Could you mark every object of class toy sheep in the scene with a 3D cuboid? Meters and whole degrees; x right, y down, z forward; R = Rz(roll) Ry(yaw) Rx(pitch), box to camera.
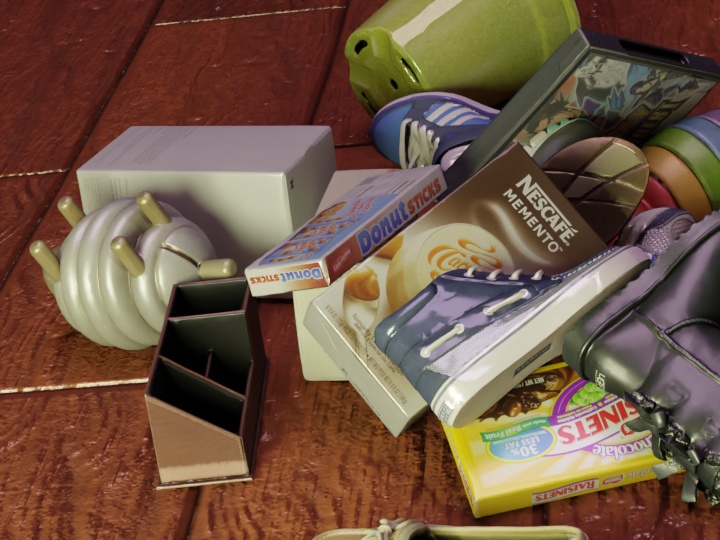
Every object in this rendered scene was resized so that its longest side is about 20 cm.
[{"bbox_3d":[-0.185,0.001,1.734,0.199,0.139,0.138,2,24,39],"label":"toy sheep"}]

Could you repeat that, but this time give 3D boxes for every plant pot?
[{"bbox_3d":[0.090,-0.229,2.132,0.184,0.201,0.200,-35,34,-28],"label":"plant pot"}]

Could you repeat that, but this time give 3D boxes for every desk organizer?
[{"bbox_3d":[-0.115,0.081,1.598,0.071,0.077,0.200,-6,24,4],"label":"desk organizer"}]

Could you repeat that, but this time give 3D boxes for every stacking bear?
[{"bbox_3d":[0.263,-0.057,1.756,0.199,0.122,0.114,-32,75,-21],"label":"stacking bear"}]

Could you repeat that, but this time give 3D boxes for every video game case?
[{"bbox_3d":[0.183,-0.115,1.763,0.180,0.200,0.026,6,48,-44],"label":"video game case"}]

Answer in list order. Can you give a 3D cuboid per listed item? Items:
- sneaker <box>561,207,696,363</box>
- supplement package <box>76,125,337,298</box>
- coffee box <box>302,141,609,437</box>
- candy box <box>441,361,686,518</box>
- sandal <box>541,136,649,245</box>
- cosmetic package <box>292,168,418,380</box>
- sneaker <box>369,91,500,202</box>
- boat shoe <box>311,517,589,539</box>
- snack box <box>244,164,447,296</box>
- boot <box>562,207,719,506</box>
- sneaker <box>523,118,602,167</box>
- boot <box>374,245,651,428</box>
[{"bbox_3d":[0.229,0.026,1.598,0.085,0.077,0.200,0,41,33],"label":"sneaker"},{"bbox_3d":[-0.129,-0.053,1.855,0.199,0.120,0.121,2,24,21],"label":"supplement package"},{"bbox_3d":[0.070,0.013,1.551,0.200,0.114,0.080,-39,-8,-14],"label":"coffee box"},{"bbox_3d":[0.161,0.107,1.470,0.199,0.026,0.103,-12,51,-8],"label":"candy box"},{"bbox_3d":[0.152,-0.019,1.638,0.080,0.201,0.054,34,13,12],"label":"sandal"},{"bbox_3d":[0.000,0.000,1.716,0.071,0.106,0.200,-1,26,11],"label":"cosmetic package"},{"bbox_3d":[0.074,-0.106,1.959,0.199,0.081,0.146,10,25,25],"label":"sneaker"},{"bbox_3d":[0.053,0.182,1.331,0.200,0.063,0.073,6,27,28],"label":"boat shoe"},{"bbox_3d":[-0.008,-0.033,1.615,0.072,0.024,0.200,-7,19,33],"label":"snack box"},{"bbox_3d":[0.254,0.057,1.446,0.198,0.074,0.162,-36,55,-18],"label":"boot"},{"bbox_3d":[0.148,-0.029,1.704,0.091,0.078,0.201,30,85,39],"label":"sneaker"},{"bbox_3d":[0.108,0.021,1.477,0.200,0.073,0.090,-34,67,-25],"label":"boot"}]
